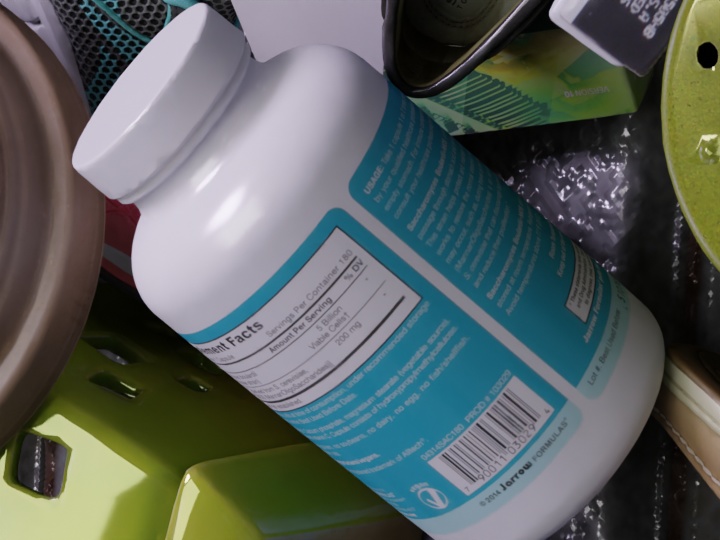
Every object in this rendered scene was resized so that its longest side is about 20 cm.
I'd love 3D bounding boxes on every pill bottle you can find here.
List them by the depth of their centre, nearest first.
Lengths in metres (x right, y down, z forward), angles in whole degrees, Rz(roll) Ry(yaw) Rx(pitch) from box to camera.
[{"bbox_3d":[0.000,0.000,0.846,0.200,0.111,0.111,40,125,-18],"label":"pill bottle"}]

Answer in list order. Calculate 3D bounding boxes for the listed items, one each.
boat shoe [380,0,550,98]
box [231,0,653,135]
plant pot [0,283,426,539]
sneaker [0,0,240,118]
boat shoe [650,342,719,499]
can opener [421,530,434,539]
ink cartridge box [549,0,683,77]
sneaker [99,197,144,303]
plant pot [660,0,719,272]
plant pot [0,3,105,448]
[{"bbox_3d":[0.058,-0.135,0.806,0.071,0.066,0.201,24,132,-4],"label":"boat shoe"},{"bbox_3d":[0.009,-0.137,0.891,0.143,0.036,0.201,-6,126,27],"label":"box"},{"bbox_3d":[-0.081,0.126,0.960,0.181,0.199,0.201,20,102,31],"label":"plant pot"},{"bbox_3d":[-0.078,-0.092,0.973,0.091,0.201,0.078,-4,44,30],"label":"sneaker"},{"bbox_3d":[0.159,0.107,0.837,0.200,0.074,0.067,48,113,28],"label":"boat shoe"},{"bbox_3d":[0.031,0.183,0.937,0.063,0.078,0.202,-132,42,-81],"label":"can opener"},{"bbox_3d":[0.145,-0.171,0.789,0.047,0.200,0.198,36,116,2],"label":"ink cartridge box"},{"bbox_3d":[-0.024,-0.021,0.950,0.199,0.074,0.087,21,111,4],"label":"sneaker"},{"bbox_3d":[0.190,-0.048,0.733,0.199,0.192,0.202,0,91,39],"label":"plant pot"},{"bbox_3d":[-0.197,-0.020,0.869,0.199,0.093,0.203,-5,77,21],"label":"plant pot"}]
